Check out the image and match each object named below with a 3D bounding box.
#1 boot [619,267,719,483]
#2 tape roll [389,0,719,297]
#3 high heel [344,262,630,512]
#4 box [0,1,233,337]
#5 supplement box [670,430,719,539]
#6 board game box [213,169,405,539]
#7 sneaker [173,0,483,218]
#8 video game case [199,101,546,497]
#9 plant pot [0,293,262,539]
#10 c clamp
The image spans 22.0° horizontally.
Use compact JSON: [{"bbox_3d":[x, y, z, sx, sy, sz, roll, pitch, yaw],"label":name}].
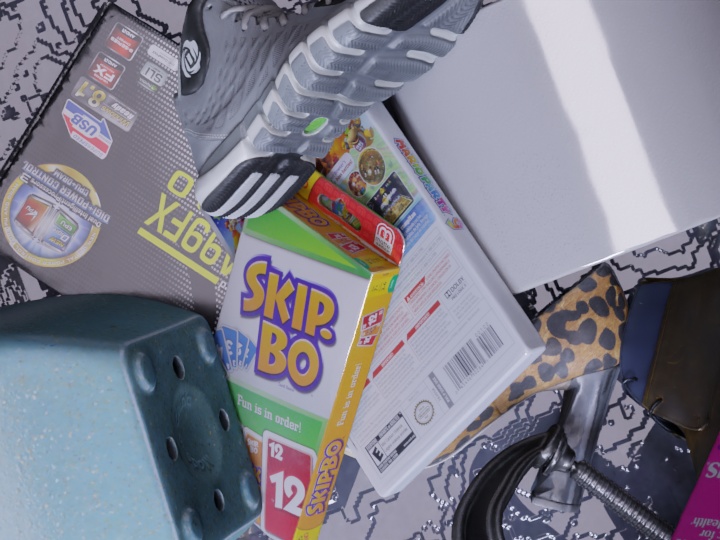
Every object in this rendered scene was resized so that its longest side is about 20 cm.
[{"bbox_3d":[0.185,0.087,1.013,0.097,0.075,0.201,1,60,32],"label":"boot"},{"bbox_3d":[0.126,-0.078,0.978,0.202,0.203,0.140,-21,89,5],"label":"tape roll"},{"bbox_3d":[0.050,0.046,1.049,0.199,0.071,0.143,15,93,-6],"label":"high heel"},{"bbox_3d":[-0.104,-0.036,1.078,0.200,0.044,0.161,34,93,4],"label":"box"},{"bbox_3d":[0.231,0.125,0.909,0.101,0.103,0.200,1,51,42],"label":"supplement box"},{"bbox_3d":[-0.038,0.045,0.993,0.095,0.030,0.201,36,121,33],"label":"board game box"},{"bbox_3d":[-0.032,-0.125,0.918,0.200,0.075,0.116,-41,61,29],"label":"sneaker"},{"bbox_3d":[0.000,0.000,0.974,0.200,0.018,0.143,57,133,18],"label":"video game case"},{"bbox_3d":[-0.170,0.111,0.984,0.199,0.196,0.197,-15,92,19],"label":"plant pot"},{"bbox_3d":[0.146,0.155,1.009,0.200,0.027,0.171,32,55,-7],"label":"c clamp"}]
